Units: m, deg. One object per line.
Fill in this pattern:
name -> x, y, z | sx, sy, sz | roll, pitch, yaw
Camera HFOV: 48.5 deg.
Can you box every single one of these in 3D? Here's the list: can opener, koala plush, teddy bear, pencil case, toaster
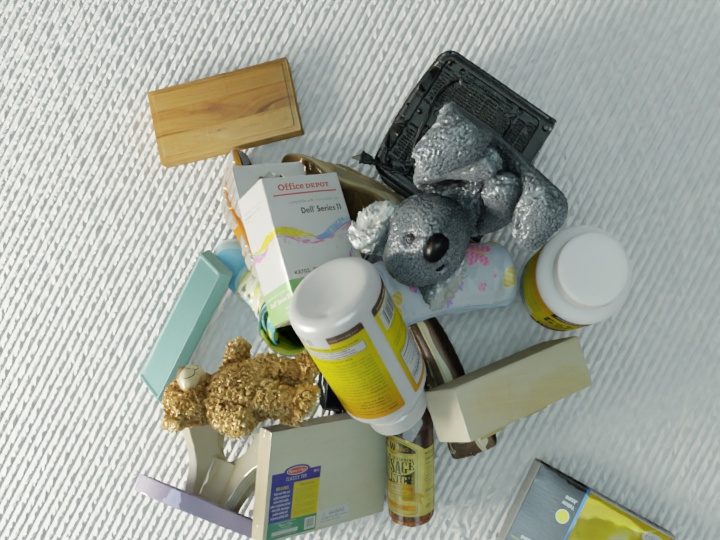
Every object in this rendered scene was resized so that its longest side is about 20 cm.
can opener -> -0.026, 0.199, 1.047 | 0.077, 0.063, 0.206 | -1, 98, -23
koala plush -> 0.097, -0.062, 0.890 | 0.175, 0.185, 0.202 | 33, 107, -13
teddy bear -> -0.135, 0.133, 0.913 | 0.195, 0.068, 0.147 | 6, 48, 19
pencil case -> 0.099, 0.020, 0.994 | 0.195, 0.085, 0.091 | -12, 45, -24
toaster -> 0.120, -0.156, 1.017 | 0.198, 0.119, 0.183 | 34, 90, 4

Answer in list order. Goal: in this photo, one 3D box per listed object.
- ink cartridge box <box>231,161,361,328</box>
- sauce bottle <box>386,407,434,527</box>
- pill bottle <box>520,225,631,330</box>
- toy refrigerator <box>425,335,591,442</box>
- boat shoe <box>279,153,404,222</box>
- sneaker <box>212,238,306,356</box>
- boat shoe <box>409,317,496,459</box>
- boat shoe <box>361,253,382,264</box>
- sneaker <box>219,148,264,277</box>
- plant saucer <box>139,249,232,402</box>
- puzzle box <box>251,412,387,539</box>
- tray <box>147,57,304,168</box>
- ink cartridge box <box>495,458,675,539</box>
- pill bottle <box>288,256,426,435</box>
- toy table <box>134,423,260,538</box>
ink cartridge box -> -0.072, -0.047, 0.956 | 0.115, 0.067, 0.205 | -10, 78, -38
sauce bottle -> 0.062, 0.219, 1.013 | 0.064, 0.066, 0.206 | -2, 102, 3
pill bottle -> 0.255, 0.011, 0.951 | 0.106, 0.200, 0.113 | 0, 82, 4
toy refrigerator -> 0.184, 0.148, 0.980 | 0.196, 0.076, 0.072 | -17, 87, -28
boat shoe -> -0.026, -0.100, 1.036 | 0.198, 0.064, 0.073 | 30, 120, 33
sneaker -> -0.120, 0.032, 1.018 | 0.198, 0.131, 0.080 | 37, 100, 4
boat shoe -> 0.099, 0.149, 1.033 | 0.074, 0.075, 0.206 | -29, 83, 15
boat shoe -> 0.000, 0.000, 1.049 | 0.061, 0.072, 0.204 | 19, 76, 19
sneaker -> -0.129, -0.076, 1.041 | 0.075, 0.079, 0.203 | -7, 57, -29
plant saucer -> -0.233, 0.074, 1.049 | 0.070, 0.019, 0.203 | 37, 102, 41
puzzle box -> -0.043, 0.246, 0.979 | 0.025, 0.197, 0.137 | 13, 99, 47
tray -> -0.182, -0.213, 1.081 | 0.194, 0.037, 0.101 | -13, 87, 2
ink cartridge box -> 0.270, 0.381, 1.027 | 0.194, 0.047, 0.204 | 27, 88, 3
pill bottle -> 0.006, 0.091, 0.888 | 0.107, 0.110, 0.202 | -27, 126, 2
toy table -> -0.172, 0.251, 0.995 | 0.180, 0.200, 0.119 | 9, 67, 36
